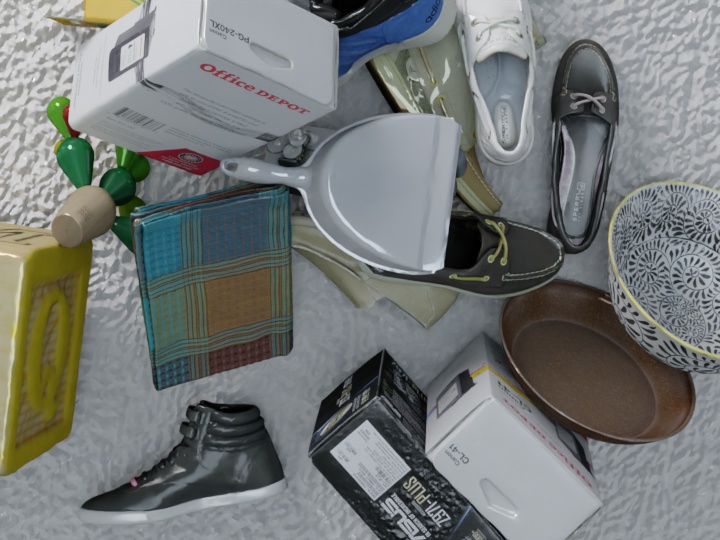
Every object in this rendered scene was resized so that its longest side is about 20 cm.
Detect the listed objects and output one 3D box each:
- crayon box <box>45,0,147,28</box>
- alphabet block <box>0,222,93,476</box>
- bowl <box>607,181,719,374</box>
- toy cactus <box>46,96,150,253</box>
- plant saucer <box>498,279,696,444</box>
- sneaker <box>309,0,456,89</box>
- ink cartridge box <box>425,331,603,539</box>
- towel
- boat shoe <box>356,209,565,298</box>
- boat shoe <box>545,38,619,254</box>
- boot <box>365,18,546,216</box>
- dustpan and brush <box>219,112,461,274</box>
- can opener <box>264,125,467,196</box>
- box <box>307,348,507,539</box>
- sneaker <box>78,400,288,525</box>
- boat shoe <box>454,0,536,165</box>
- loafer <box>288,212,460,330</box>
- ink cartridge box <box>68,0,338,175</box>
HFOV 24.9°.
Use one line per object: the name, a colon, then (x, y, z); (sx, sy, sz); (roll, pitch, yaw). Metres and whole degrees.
crayon box: (-0.172, -0.237, 1.453); (0.197, 0.126, 0.052); (5, 95, -4)
alphabet block: (-0.362, 0.055, 1.426); (0.197, 0.196, 0.198); (8, 98, 6)
bowl: (0.302, 0.025, 1.509); (0.199, 0.202, 0.095); (22, 139, -5)
toy cactus: (-0.216, -0.067, 1.453); (0.101, 0.165, 0.201); (-24, 104, 27)
plant saucer: (0.212, 0.091, 1.497); (0.198, 0.201, 0.037); (22, 127, -6)
sneaker: (-0.024, -0.220, 1.435); (0.198, 0.111, 0.078); (-14, 64, 37)
ink cartridge box: (0.136, 0.156, 1.474); (0.148, 0.200, 0.086); (44, 101, -8)
towel: (-0.128, 0.014, 1.470); (0.145, 0.022, 0.202); (-15, 130, -17)
boat shoe: (0.098, -0.017, 1.471); (0.198, 0.061, 0.073); (1, 74, -15)
boat shoe: (0.210, -0.115, 1.523); (0.066, 0.057, 0.203); (4, 96, -4)
boot: (0.113, -0.163, 1.508); (0.154, 0.072, 0.201); (-35, 97, -2)
dustpan and brush: (-0.022, -0.077, 1.407); (0.197, 0.057, 0.142); (9, 84, -12)
can opener: (0.003, -0.097, 1.485); (0.198, 0.067, 0.053); (8, 56, 26)
box: (0.051, 0.190, 1.490); (0.086, 0.164, 0.200); (-40, 98, 11)
sneaker: (-0.173, 0.177, 1.531); (0.197, 0.071, 0.101); (-11, 95, -8)
boat shoe: (0.124, -0.195, 1.437); (0.070, 0.069, 0.203); (-10, 90, 0)
loafer: (0.000, 0.000, 1.515); (0.198, 0.076, 0.069); (20, 89, -6)
ink cartridge box: (-0.132, -0.164, 1.379); (0.144, 0.199, 0.084); (20, 63, -37)
